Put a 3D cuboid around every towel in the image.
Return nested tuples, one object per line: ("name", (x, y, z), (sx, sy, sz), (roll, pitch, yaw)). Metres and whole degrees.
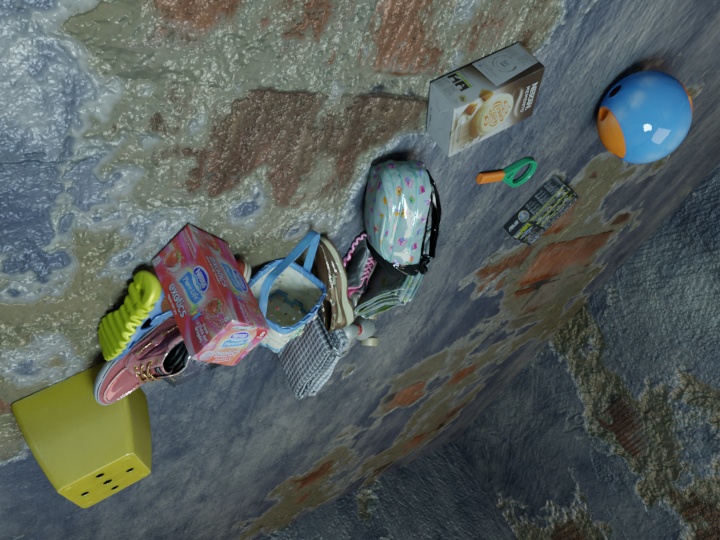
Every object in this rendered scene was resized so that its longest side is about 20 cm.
("towel", (-0.121, 0.169, 1.238), (0.084, 0.167, 0.202), (0, 137, -37))
("towel", (0.075, 0.005, 1.174), (0.170, 0.048, 0.202), (-25, -151, 50))

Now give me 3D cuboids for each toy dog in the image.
("toy dog", (-0.023, 0.144, 1.383), (0.094, 0.135, 0.200), (-2, 156, 23))

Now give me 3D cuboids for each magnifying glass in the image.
("magnifying glass", (0.351, -0.231, 1.305), (0.197, 0.023, 0.080), (-16, 146, -36))

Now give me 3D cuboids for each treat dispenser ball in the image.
("treat dispenser ball", (0.653, -0.352, 1.256), (0.197, 0.203, 0.203), (-26, 150, -16))

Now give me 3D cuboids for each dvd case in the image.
("dvd case", (-0.345, 0.186, 1.127), (0.146, 0.016, 0.201), (-25, 160, -13))

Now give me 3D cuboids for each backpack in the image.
("backpack", (0.072, -0.109, 1.039), (0.124, 0.168, 0.204), (-10, 129, -24))

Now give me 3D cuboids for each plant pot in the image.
("plant pot", (-0.504, 0.323, 1.037), (0.196, 0.178, 0.202), (-24, 149, -19))

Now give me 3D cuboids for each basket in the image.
("basket", (-0.140, 0.038, 1.024), (0.177, 0.137, 0.203), (-49, 161, -43))

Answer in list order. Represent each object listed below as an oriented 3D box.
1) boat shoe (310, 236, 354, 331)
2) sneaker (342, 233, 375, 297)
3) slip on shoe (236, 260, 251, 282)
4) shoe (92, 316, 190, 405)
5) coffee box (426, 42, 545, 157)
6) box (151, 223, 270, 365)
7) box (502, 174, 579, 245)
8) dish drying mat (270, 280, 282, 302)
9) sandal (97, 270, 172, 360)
("boat shoe", (-0.067, 0.036, 1.112), (0.074, 0.074, 0.207), (-27, 115, -25))
("sneaker", (0.000, 0.000, 1.189), (0.200, 0.096, 0.078), (-47, 147, 18))
("slip on shoe", (-0.277, 0.053, 1.006), (0.060, 0.075, 0.201), (25, 119, -33))
("shoe", (-0.381, 0.170, 0.968), (0.201, 0.090, 0.072), (-48, 138, -18))
("coffee box", (0.223, -0.309, 0.984), (0.197, 0.080, 0.115), (-28, 151, -13))
("box", (-0.241, 0.040, 0.876), (0.094, 0.202, 0.102), (-40, 151, 12))
("box", (0.518, -0.166, 1.553), (0.158, 0.045, 0.201), (9, 128, -52))
("dish drying mat", (-0.222, 0.096, 1.169), (0.200, 0.018, 0.076), (-44, 149, 14))
("sandal", (-0.374, 0.084, 0.925), (0.199, 0.080, 0.086), (-41, 155, 23))
